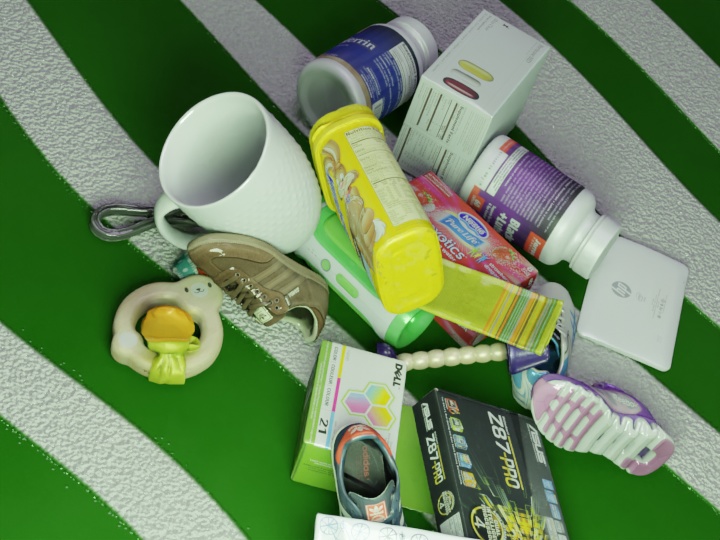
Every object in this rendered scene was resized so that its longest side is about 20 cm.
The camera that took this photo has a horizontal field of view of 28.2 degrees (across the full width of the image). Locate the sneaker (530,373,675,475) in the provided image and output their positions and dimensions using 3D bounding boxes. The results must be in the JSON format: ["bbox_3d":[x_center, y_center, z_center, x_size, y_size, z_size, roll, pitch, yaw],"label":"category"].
[{"bbox_3d":[0.273,0.164,1.667,0.199,0.081,0.089,26,31,-26],"label":"sneaker"}]

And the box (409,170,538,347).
[{"bbox_3d":[0.108,-0.015,1.769,0.099,0.096,0.200,-28,63,-38],"label":"box"}]

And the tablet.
[{"bbox_3d":[0.358,0.037,1.872,0.129,0.014,0.201,23,45,1],"label":"tablet"}]

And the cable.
[{"bbox_3d":[-0.230,-0.067,1.747,0.199,0.050,0.098,-29,80,-24],"label":"cable"}]

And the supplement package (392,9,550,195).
[{"bbox_3d":[0.148,-0.225,1.932,0.110,0.157,0.200,31,46,9],"label":"supplement package"}]

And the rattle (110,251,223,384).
[{"bbox_3d":[-0.200,0.016,1.604,0.129,0.144,0.201,15,49,20],"label":"rattle"}]

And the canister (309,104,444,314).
[{"bbox_3d":[0.020,-0.068,1.625,0.086,0.149,0.201,-22,53,-7],"label":"canister"}]

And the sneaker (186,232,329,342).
[{"bbox_3d":[-0.111,0.020,1.634,0.199,0.070,0.076,23,54,-36],"label":"sneaker"}]

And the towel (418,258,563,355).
[{"bbox_3d":[0.131,0.032,1.654,0.198,0.018,0.086,21,47,11],"label":"towel"}]

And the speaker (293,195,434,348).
[{"bbox_3d":[0.000,0.000,1.724,0.088,0.089,0.200,-30,64,-38],"label":"speaker"}]

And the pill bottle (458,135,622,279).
[{"bbox_3d":[0.235,-0.078,1.862,0.199,0.112,0.111,35,47,13],"label":"pill bottle"}]

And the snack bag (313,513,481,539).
[{"bbox_3d":[0.031,0.351,1.397,0.186,0.021,0.202,12,77,-8],"label":"snack bag"}]

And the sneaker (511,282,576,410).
[{"bbox_3d":[0.230,0.082,1.744,0.071,0.073,0.201,20,44,0],"label":"sneaker"}]

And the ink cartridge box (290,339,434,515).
[{"bbox_3d":[0.035,0.177,1.582,0.198,0.076,0.149,15,46,-5],"label":"ink cartridge box"}]

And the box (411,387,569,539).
[{"bbox_3d":[0.143,0.238,1.549,0.160,0.049,0.202,22,42,-35],"label":"box"}]

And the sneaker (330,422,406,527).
[{"bbox_3d":[0.015,0.254,1.453,0.074,0.085,0.202,-16,84,-11],"label":"sneaker"}]

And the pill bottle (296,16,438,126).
[{"bbox_3d":[0.014,-0.266,1.949,0.115,0.116,0.200,38,47,16],"label":"pill bottle"}]

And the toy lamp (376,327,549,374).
[{"bbox_3d":[0.118,0.097,1.657,0.197,0.059,0.059,-4,48,2],"label":"toy lamp"}]

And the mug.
[{"bbox_3d":[-0.147,-0.086,1.660,0.198,0.175,0.149,-27,54,15],"label":"mug"}]
